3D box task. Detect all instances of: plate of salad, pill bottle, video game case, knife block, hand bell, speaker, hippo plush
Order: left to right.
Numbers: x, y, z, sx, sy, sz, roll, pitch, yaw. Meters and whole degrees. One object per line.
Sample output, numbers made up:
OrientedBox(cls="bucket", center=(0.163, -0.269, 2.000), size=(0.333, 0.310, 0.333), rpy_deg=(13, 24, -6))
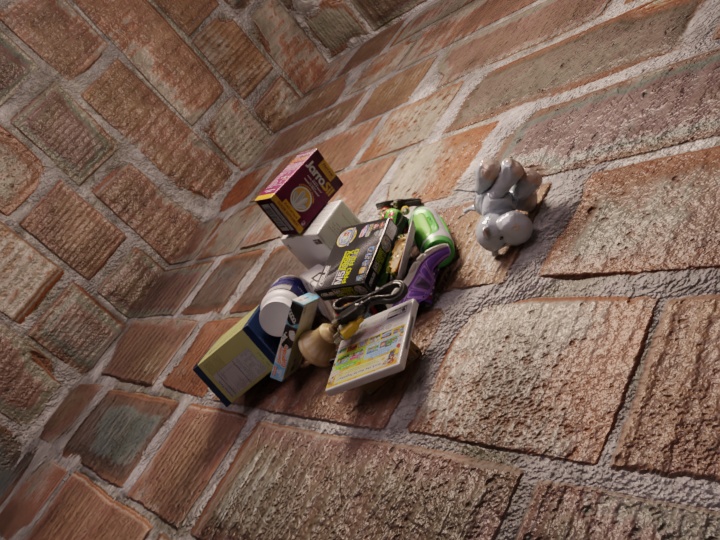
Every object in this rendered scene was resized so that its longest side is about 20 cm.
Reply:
OrientedBox(cls="pill bottle", center=(-0.200, 0.093, 1.767), size=(0.115, 0.116, 0.200), rpy_deg=(-38, 10, 14))
OrientedBox(cls="hand bell", center=(-0.055, 0.124, 1.555), size=(0.200, 0.103, 0.105), rpy_deg=(-52, 16, 36))
OrientedBox(cls="knife block", center=(0.024, 0.177, 1.471), size=(0.199, 0.064, 0.176), rpy_deg=(-40, 26, 12))
OrientedBox(cls="video game case", center=(0.025, 0.160, 1.394), size=(0.199, 0.023, 0.183), rpy_deg=(-25, 30, 34))
OrientedBox(cls="plate of salad", center=(0.091, -0.034, 1.570), size=(0.200, 0.047, 0.203), rpy_deg=(13, -90, -86))
OrientedBox(cls="speaker", center=(0.170, -0.084, 1.622), size=(0.088, 0.088, 0.201), rpy_deg=(-38, 25, 13))
OrientedBox(cls="hippo plush", center=(0.286, -0.130, 1.421), size=(0.198, 0.160, 0.162), rpy_deg=(-8, 51, 24))

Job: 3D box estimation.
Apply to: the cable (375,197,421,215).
OrientedBox(cls="cable", center=(0.104, -0.167, 1.809), size=(0.096, 0.051, 0.200), rpy_deg=(-1, 7, 20))

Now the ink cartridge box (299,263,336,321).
OrientedBox(cls="ink cartridge box", center=(-0.077, 0.065, 1.730), size=(0.066, 0.117, 0.200), rpy_deg=(-31, 22, -14))

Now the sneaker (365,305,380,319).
OrientedBox(cls="sneaker", center=(-0.008, 0.109, 1.611), size=(0.095, 0.079, 0.200), rpy_deg=(-44, 23, 9))

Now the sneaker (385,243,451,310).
OrientedBox(cls="sneaker", center=(0.143, 0.029, 1.498), size=(0.201, 0.083, 0.080), rpy_deg=(-55, -19, 12))

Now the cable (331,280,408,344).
OrientedBox(cls="cable", center=(0.015, 0.075, 1.441), size=(0.199, 0.050, 0.098), rpy_deg=(-30, 39, 12))

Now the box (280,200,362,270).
OrientedBox(cls="box", center=(-0.077, -0.069, 1.849), size=(0.198, 0.200, 0.131), rpy_deg=(-3, 44, 55))

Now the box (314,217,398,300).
OrientedBox(cls="box", center=(-0.009, -0.027, 1.597), size=(0.159, 0.044, 0.201), rpy_deg=(-8, 47, 40))

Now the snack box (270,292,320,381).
OrientedBox(cls="snack box", center=(-0.159, 0.161, 1.647), size=(0.116, 0.037, 0.202), rpy_deg=(-24, -48, -73))

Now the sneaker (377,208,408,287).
OrientedBox(cls="sneaker", center=(0.081, -0.051, 1.688), size=(0.076, 0.083, 0.203), rpy_deg=(17, 95, 57))

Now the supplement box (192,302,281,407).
OrientedBox(cls="supplement box", center=(-0.304, 0.217, 1.783), size=(0.199, 0.135, 0.200), rpy_deg=(-39, 8, 13))

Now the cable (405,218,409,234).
OrientedBox(cls="cable", center=(0.093, -0.064, 1.774), size=(0.096, 0.050, 0.202), rpy_deg=(1, 61, 36))

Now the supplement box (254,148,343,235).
OrientedBox(cls="supplement box", center=(-0.163, -0.209, 1.808), size=(0.201, 0.131, 0.103), rpy_deg=(-51, 26, -23))
